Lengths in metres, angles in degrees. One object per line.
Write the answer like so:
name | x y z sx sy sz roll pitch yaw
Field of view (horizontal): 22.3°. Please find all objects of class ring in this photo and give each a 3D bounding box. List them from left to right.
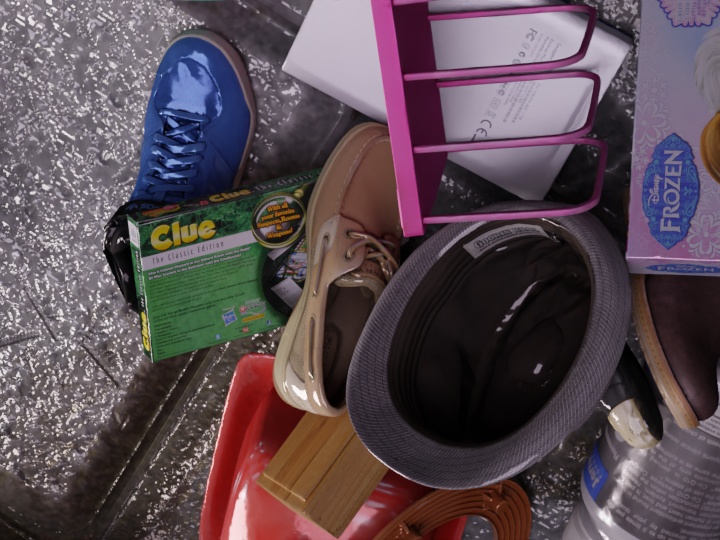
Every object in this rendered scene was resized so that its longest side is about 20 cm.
ring | 0.052 0.233 1.320 0.019 0.200 0.201 40 125 35

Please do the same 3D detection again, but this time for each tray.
tray | 0.014 0.081 1.239 0.037 0.099 0.200 41 80 -21

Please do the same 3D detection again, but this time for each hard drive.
hard drive | 0.063 -0.145 1.221 0.200 0.025 0.132 28 118 0

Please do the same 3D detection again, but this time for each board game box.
board game box | -0.058 -0.011 1.249 0.199 0.023 0.105 -14 119 -23
board game box | 0.268 -0.094 1.121 0.199 0.041 0.201 2 76 13

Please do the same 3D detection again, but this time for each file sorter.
file sorter | 0.082 -0.143 1.127 0.125 0.139 0.201 -4 113 12

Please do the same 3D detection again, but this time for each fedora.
fedora | 0.094 0.055 1.149 0.177 0.090 0.200 22 79 38

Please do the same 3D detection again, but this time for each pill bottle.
pill bottle | 0.221 0.130 1.261 0.113 0.114 0.200 24 118 2

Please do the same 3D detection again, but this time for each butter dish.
butter dish | -0.028 0.190 1.333 0.199 0.148 0.201 18 117 5

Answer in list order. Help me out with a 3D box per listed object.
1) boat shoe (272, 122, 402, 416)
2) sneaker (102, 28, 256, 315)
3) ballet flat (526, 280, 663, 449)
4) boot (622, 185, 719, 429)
boat shoe | 0.000 0.000 1.219 0.071 0.064 0.201 14 88 -29
sneaker | -0.127 -0.059 1.260 0.076 0.111 0.201 15 117 7
ballet flat | 0.142 0.046 1.218 0.057 0.200 0.066 -37 142 8
boot | 0.255 -0.005 1.151 0.166 0.201 0.072 -15 142 18
